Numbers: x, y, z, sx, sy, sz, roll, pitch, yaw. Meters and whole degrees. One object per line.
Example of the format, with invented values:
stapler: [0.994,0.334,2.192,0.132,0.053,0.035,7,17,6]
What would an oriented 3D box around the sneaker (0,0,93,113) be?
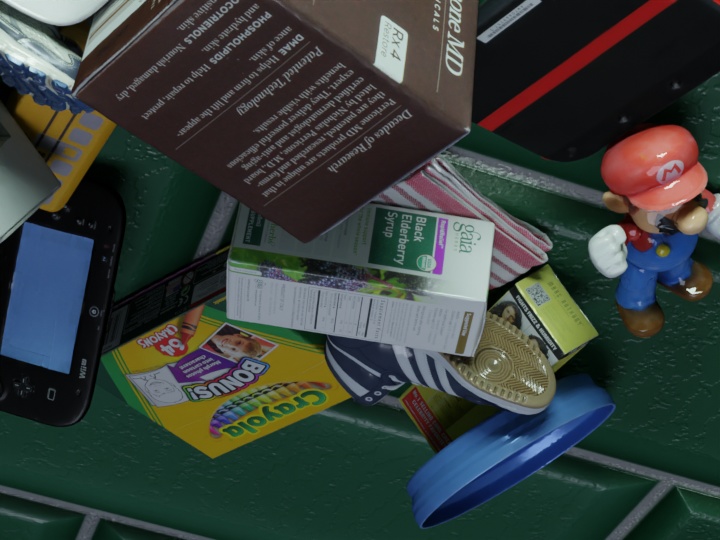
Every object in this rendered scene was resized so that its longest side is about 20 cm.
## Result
sneaker: [-0.237,-0.183,1.119,0.199,0.085,0.077,37,170,5]

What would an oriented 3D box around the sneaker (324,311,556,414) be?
sneaker: [0.059,0.078,1.389,0.199,0.070,0.109,26,142,9]

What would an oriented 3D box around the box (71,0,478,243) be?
box: [-0.049,-0.159,1.095,0.199,0.167,0.164,31,135,-28]

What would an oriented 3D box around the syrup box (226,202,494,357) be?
syrup box: [0.000,0.000,1.312,0.198,0.079,0.082,9,143,1]

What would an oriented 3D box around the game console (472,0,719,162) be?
game console: [0.151,-0.152,1.161,0.176,0.031,0.200,23,139,-33]

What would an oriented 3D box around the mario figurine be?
mario figurine: [0.230,-0.023,1.264,0.105,0.124,0.201,9,147,18]

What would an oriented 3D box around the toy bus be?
toy bus: [-0.213,-0.129,1.239,0.078,0.065,0.200,23,139,-19]

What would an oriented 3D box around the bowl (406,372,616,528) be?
bowl: [0.127,0.154,1.472,0.200,0.040,0.201,-29,164,-9]

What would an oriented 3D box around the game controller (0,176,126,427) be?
game controller: [-0.246,0.021,1.353,0.104,0.202,0.042,16,-170,22]

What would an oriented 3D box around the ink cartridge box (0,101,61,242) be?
ink cartridge box: [-0.332,-0.096,1.216,0.145,0.084,0.201,-23,108,39]

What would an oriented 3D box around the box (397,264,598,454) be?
box: [0.112,0.081,1.436,0.076,0.050,0.200,55,138,11]

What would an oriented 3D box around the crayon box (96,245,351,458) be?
crayon box: [-0.117,0.074,1.481,0.199,0.059,0.172,-26,131,34]

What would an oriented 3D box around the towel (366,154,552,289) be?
towel: [0.036,-0.017,1.374,0.146,0.030,0.199,35,136,-30]

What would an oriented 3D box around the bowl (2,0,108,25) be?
bowl: [-0.198,-0.269,1.030,0.199,0.075,0.200,36,126,-17]
